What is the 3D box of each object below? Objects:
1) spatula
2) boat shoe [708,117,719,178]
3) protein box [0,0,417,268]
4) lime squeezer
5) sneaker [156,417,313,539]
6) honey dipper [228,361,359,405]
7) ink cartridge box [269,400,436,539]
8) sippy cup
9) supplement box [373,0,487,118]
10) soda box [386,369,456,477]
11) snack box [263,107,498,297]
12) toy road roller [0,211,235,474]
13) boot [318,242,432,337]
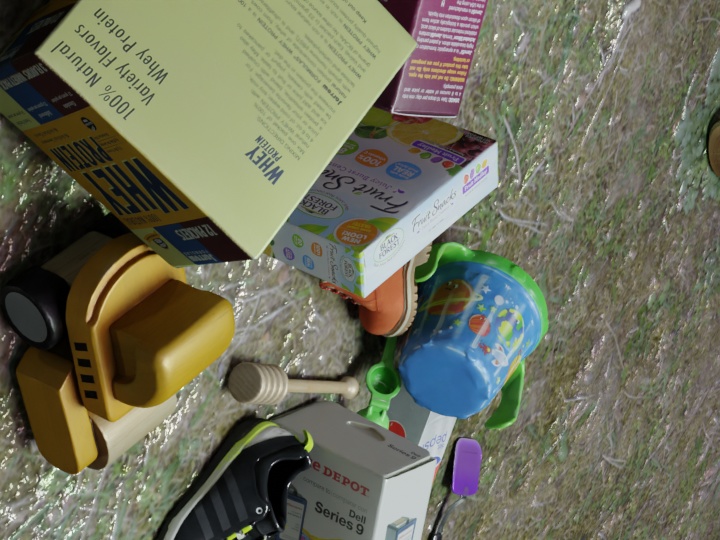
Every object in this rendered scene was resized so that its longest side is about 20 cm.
[{"bbox_3d":[0.098,0.289,1.900,0.056,0.021,0.201,13,99,-53],"label":"spatula"},{"bbox_3d":[0.516,-0.157,2.237,0.200,0.072,0.072,45,40,-46],"label":"boat shoe"},{"bbox_3d":[-0.111,-0.140,1.128,0.199,0.135,0.200,44,67,-21],"label":"protein box"},{"bbox_3d":[0.018,0.125,1.640,0.071,0.038,0.201,-33,140,-80],"label":"lime squeezer"},{"bbox_3d":[-0.111,0.221,1.479,0.200,0.083,0.072,-60,147,-13],"label":"sneaker"},{"bbox_3d":[-0.052,0.107,1.545,0.200,0.038,0.038,10,100,-60],"label":"honey dipper"},{"bbox_3d":[-0.022,0.244,1.569,0.087,0.145,0.201,-14,121,-51],"label":"ink cartridge box"},{"bbox_3d":[0.102,0.071,1.633,0.140,0.178,0.130,-55,-178,44],"label":"sippy cup"},{"bbox_3d":[0.029,-0.239,1.366,0.103,0.131,0.201,-4,112,-54],"label":"supplement box"},{"bbox_3d":[0.035,0.206,1.708,0.063,0.068,0.201,15,95,-59],"label":"soda box"},{"bbox_3d":[0.007,-0.068,1.424,0.200,0.142,0.053,-39,139,-38],"label":"snack box"},{"bbox_3d":[-0.168,0.065,1.235,0.123,0.146,0.200,-39,139,-38],"label":"toy road roller"},{"bbox_3d":[0.000,0.000,1.536,0.107,0.075,0.200,-12,147,-12],"label":"boot"}]
